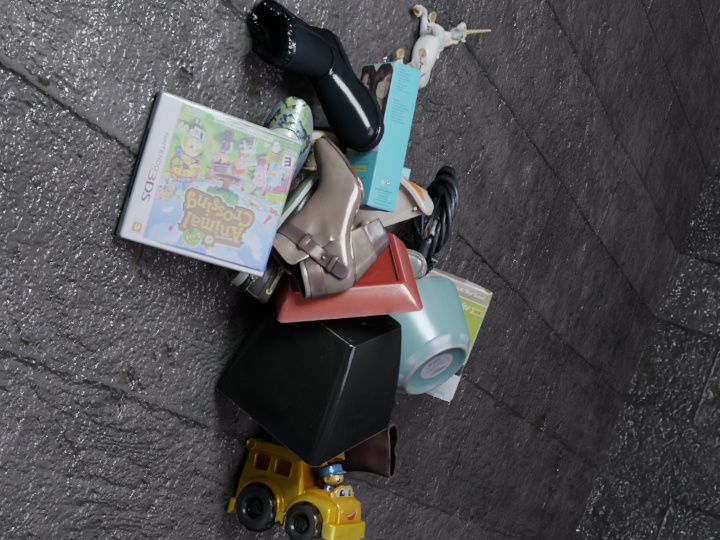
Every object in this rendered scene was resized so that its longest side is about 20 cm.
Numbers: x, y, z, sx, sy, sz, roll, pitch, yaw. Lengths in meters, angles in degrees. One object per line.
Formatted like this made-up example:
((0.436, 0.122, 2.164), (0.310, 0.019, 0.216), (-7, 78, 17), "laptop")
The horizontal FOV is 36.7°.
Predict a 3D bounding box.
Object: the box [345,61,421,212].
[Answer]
((0.025, -0.186, 1.520), (0.049, 0.082, 0.202), (12, 88, -35), "box")

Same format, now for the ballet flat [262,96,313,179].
((-0.115, -0.131, 1.442), (0.074, 0.074, 0.201), (-22, 141, -52), "ballet flat")

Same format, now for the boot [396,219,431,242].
((0.036, -0.048, 1.802), (0.200, 0.064, 0.188), (44, 67, -54), "boot")

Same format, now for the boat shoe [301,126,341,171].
((-0.072, -0.172, 1.549), (0.199, 0.071, 0.066), (-13, 113, -62), "boat shoe")

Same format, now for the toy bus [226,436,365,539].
((-0.084, 0.312, 1.667), (0.135, 0.198, 0.194), (22, 79, -60), "toy bus")

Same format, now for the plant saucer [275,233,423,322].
((-0.022, 0.001, 1.521), (0.200, 0.197, 0.037), (-101, -172, -63), "plant saucer")

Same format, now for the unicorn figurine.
((0.114, -0.364, 1.766), (0.201, 0.074, 0.137), (-53, 156, -5), "unicorn figurine")

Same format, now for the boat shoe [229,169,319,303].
((-0.100, -0.047, 1.495), (0.060, 0.072, 0.202), (39, 72, -13), "boat shoe")

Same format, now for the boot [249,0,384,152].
((-0.062, -0.255, 1.441), (0.168, 0.076, 0.202), (7, 55, -60), "boot")

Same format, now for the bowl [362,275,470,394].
((0.090, 0.115, 1.672), (0.199, 0.105, 0.202), (-24, 148, -16), "bowl")

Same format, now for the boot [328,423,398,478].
((-0.021, 0.315, 1.789), (0.072, 0.165, 0.202), (-24, 125, -51), "boot")

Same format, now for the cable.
((0.111, -0.091, 1.728), (0.200, 0.050, 0.165), (-90, -163, -66), "cable")

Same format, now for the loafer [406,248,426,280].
((0.000, 0.000, 1.630), (0.063, 0.197, 0.073), (47, 41, -82), "loafer")

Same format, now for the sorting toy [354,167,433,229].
((0.021, -0.107, 1.669), (0.180, 0.198, 0.108), (-7, 80, -70), "sorting toy")

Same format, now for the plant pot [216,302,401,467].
((-0.054, 0.127, 1.568), (0.199, 0.199, 0.179), (-17, 135, -54), "plant pot")

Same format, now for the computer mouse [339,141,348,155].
((-0.018, -0.155, 1.560), (0.059, 0.034, 0.202), (50, 56, -67), "computer mouse")

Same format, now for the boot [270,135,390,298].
((-0.059, -0.066, 1.441), (0.145, 0.201, 0.070), (-28, 166, -16), "boot")

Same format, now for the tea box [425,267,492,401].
((0.131, 0.102, 1.882), (0.200, 0.132, 0.199), (-21, 131, -86), "tea box")

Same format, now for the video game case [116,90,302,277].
((-0.185, -0.104, 1.354), (0.198, 0.022, 0.184), (17, 91, -30), "video game case")
